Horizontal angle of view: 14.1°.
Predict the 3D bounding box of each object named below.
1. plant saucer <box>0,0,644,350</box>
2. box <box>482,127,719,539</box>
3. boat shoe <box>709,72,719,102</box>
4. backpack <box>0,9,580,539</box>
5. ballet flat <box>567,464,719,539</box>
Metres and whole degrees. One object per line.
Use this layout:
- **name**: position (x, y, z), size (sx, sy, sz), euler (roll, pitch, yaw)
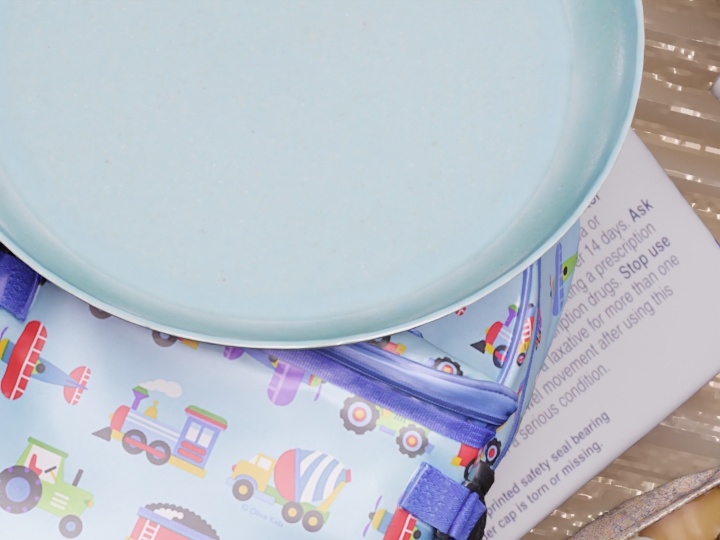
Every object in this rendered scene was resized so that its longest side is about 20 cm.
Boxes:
- **plant saucer**: position (-0.023, -0.063, 0.795), size (0.200, 0.027, 0.200), euler (2, 62, -3)
- **box**: position (0.000, 0.000, 0.988), size (0.184, 0.105, 0.200), euler (-38, 94, -16)
- **boat shoe**: position (0.200, -0.105, 0.870), size (0.093, 0.075, 0.200), euler (40, 102, 3)
- **backpack**: position (-0.028, 0.012, 0.849), size (0.183, 0.135, 0.200), euler (30, 90, -2)
- **ballet flat**: position (0.129, 0.100, 1.032), size (0.200, 0.067, 0.068), euler (-36, 92, -5)
